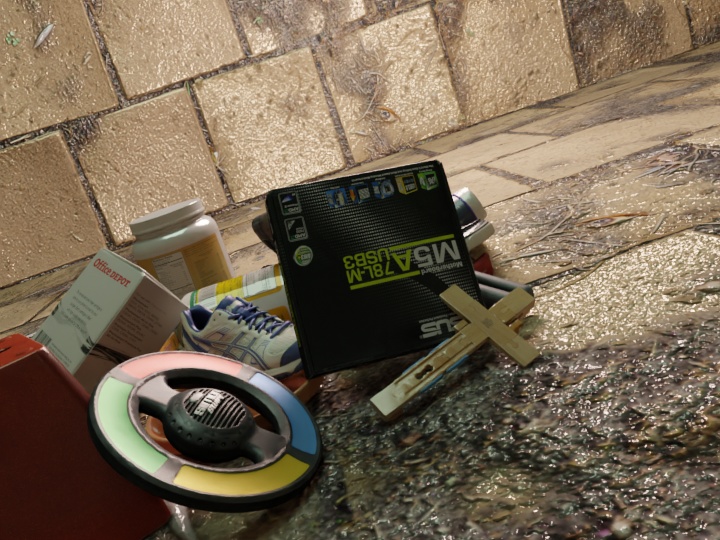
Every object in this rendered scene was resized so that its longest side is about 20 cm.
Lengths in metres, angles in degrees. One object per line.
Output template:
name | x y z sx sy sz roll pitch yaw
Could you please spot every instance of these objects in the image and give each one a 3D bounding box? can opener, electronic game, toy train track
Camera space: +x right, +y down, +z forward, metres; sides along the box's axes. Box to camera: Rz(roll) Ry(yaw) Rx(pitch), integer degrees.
can opener | 0.101 0.005 0.801 0.199 0.067 0.052 22 36 33
electronic game | -0.127 0.128 0.593 0.198 0.042 0.200 18 21 -7
toy train track | 0.092 0.083 0.675 0.199 0.033 0.115 -33 54 -24

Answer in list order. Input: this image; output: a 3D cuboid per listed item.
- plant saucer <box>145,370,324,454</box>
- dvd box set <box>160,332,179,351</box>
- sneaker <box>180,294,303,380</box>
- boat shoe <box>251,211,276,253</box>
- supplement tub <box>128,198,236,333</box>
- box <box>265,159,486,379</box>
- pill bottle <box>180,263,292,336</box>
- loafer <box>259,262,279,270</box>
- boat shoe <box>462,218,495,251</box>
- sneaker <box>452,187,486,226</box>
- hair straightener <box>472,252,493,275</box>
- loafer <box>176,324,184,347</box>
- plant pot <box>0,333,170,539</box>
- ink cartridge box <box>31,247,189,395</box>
plant saucer | -0.132 0.141 0.759 0.198 0.033 0.200 -17 13 4
dvd box set | -0.353 0.152 1.004 0.145 0.030 0.200 -18 13 3
sneaker | -0.127 0.071 0.773 0.198 0.089 0.075 -8 15 31
boat shoe | -0.078 -0.040 0.943 0.064 0.074 0.200 -4 -22 20
supplement tub | -0.288 -0.004 1.163 0.143 0.202 0.145 -17 13 4
box | 0.016 -0.005 0.732 0.198 0.195 0.048 -11 -14 -14
pill bottle | -0.120 0.055 0.904 0.198 0.114 0.113 -19 14 2
loafer | -0.124 0.001 1.084 0.199 0.063 0.072 -37 18 28
boat shoe | 0.079 -0.042 0.914 0.199 0.093 0.075 -29 -3 -21
sneaker | 0.112 -0.045 1.056 0.146 0.081 0.200 -40 -7 -2
hair straightener | 0.100 0.034 0.871 0.076 0.041 0.200 -10 21 34
loafer | -0.169 0.067 0.996 0.198 0.077 0.067 -19 8 -1
plant pot | -0.315 0.166 0.602 0.199 0.178 0.199 -28 16 -32
ink cartridge box | -0.322 0.087 0.857 0.145 0.084 0.201 21 71 47
